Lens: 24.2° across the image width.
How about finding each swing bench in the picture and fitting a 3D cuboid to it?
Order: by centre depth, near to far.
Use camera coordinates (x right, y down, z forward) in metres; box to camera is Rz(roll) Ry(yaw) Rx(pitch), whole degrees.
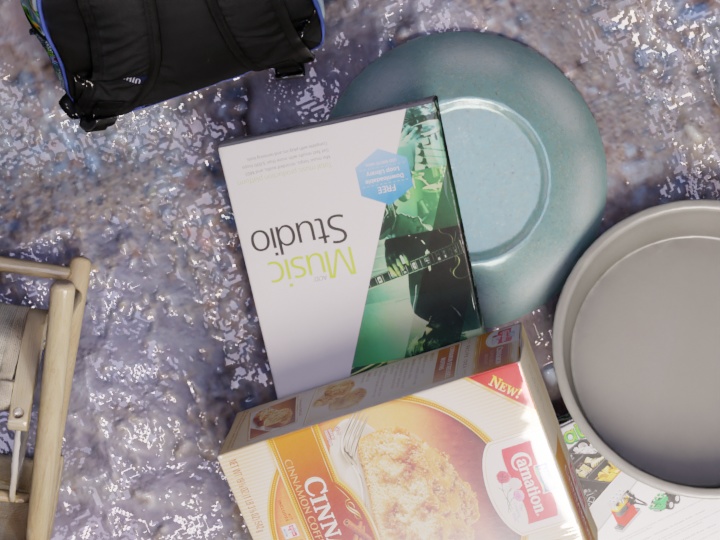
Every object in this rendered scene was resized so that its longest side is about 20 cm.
[{"bbox_3d":[-0.283,0.082,1.051,0.197,0.130,0.202,9,97,-5],"label":"swing bench"}]

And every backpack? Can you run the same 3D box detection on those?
[{"bbox_3d":[-0.122,-0.200,1.014,0.182,0.200,0.148,-15,73,-2],"label":"backpack"}]

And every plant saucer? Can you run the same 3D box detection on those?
[{"bbox_3d":[0.070,-0.059,1.115,0.199,0.039,0.203,0,93,-4],"label":"plant saucer"}]

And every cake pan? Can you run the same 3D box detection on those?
[{"bbox_3d":[0.225,0.053,1.101,0.199,0.037,0.202,-1,72,5],"label":"cake pan"}]

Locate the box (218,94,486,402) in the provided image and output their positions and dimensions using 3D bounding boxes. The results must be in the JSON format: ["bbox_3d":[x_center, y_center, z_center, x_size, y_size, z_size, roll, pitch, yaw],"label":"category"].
[{"bbox_3d":[0.000,0.000,1.085,0.143,0.036,0.201,-11,103,10],"label":"box"}]

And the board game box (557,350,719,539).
[{"bbox_3d":[0.172,0.152,1.132,0.199,0.035,0.127,-24,93,-3],"label":"board game box"}]

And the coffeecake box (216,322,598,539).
[{"bbox_3d":[0.033,0.141,1.062,0.199,0.073,0.154,-19,105,12],"label":"coffeecake box"}]
